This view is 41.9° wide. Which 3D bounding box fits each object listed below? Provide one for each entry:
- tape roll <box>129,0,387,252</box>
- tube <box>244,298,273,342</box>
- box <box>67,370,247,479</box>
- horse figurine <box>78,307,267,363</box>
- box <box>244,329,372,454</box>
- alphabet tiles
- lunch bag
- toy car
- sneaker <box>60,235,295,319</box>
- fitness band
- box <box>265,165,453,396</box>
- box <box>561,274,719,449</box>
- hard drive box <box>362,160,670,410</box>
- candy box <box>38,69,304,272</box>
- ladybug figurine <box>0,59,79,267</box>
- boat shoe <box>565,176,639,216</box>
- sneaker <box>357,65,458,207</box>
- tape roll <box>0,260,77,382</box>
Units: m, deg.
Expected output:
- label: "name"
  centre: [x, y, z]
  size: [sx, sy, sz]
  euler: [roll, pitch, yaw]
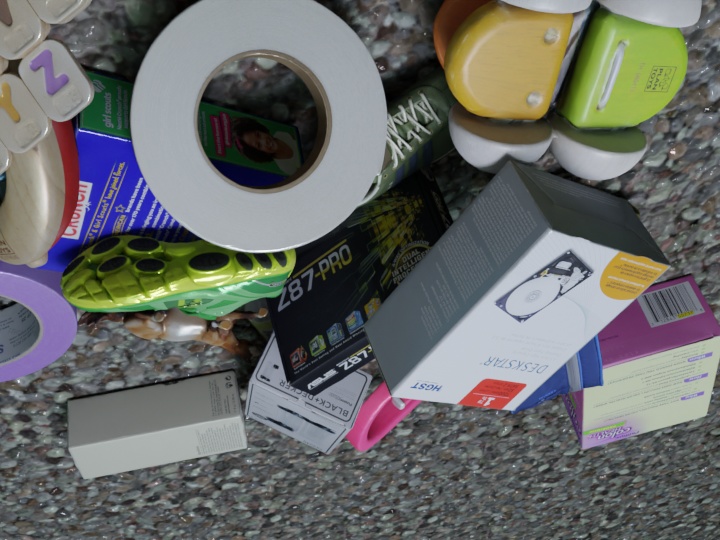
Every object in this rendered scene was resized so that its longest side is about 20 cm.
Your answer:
- label: "tape roll"
  centre: [-0.077, -0.114, 0.728]
  size: [0.201, 0.037, 0.205]
  euler: [-2, 98, -14]
- label: "tube"
  centre: [-0.070, 0.087, 1.061]
  size: [0.052, 0.058, 0.201]
  euler: [-26, 140, 2]
- label: "box"
  centre: [-0.237, 0.182, 1.105]
  size: [0.198, 0.069, 0.083]
  euler: [-8, 142, -8]
- label: "horse figurine"
  centre: [-0.184, 0.051, 0.953]
  size: [0.198, 0.050, 0.132]
  euler: [10, 165, -20]
- label: "box"
  centre: [-0.062, 0.137, 1.021]
  size: [0.116, 0.061, 0.200]
  euler: [25, 160, 1]
- label: "alphabet tiles"
  centre: [-0.272, -0.164, 0.617]
  size: [0.199, 0.015, 0.196]
  euler: [-31, 97, 19]
- label: "lunch bag"
  centre: [0.198, 0.049, 1.032]
  size: [0.131, 0.137, 0.201]
  euler: [-18, 140, 4]
- label: "toy car"
  centre: [0.152, -0.176, 0.736]
  size: [0.198, 0.150, 0.176]
  euler: [2, 125, -14]
- label: "sneaker"
  centre: [-0.153, 0.014, 0.803]
  size: [0.198, 0.074, 0.084]
  euler: [-6, 139, -12]
- label: "fitness band"
  centre: [0.063, 0.132, 1.088]
  size: [0.200, 0.037, 0.144]
  euler: [-39, 165, -22]
- label: "box"
  centre: [0.000, 0.000, 0.887]
  size: [0.199, 0.162, 0.049]
  euler: [-33, 143, 22]
- label: "box"
  centre: [0.352, 0.121, 1.203]
  size: [0.174, 0.097, 0.201]
  euler: [-16, 141, 1]
- label: "hard drive box"
  centre: [0.124, 0.021, 0.770]
  size: [0.155, 0.077, 0.200]
  euler: [11, 132, -38]
- label: "candy box"
  centre: [-0.171, -0.066, 0.820]
  size: [0.198, 0.078, 0.169]
  euler: [10, 136, -29]
- label: "ladybug figurine"
  centre: [-0.263, -0.101, 0.695]
  size: [0.135, 0.072, 0.202]
  euler: [-1, 108, 36]
- label: "boat shoe"
  centre: [0.208, -0.067, 0.958]
  size: [0.199, 0.072, 0.068]
  euler: [11, 131, -42]
- label: "sneaker"
  centre: [0.027, -0.106, 0.811]
  size: [0.200, 0.090, 0.067]
  euler: [-35, 93, 23]
- label: "tape roll"
  centre: [-0.366, 0.031, 0.868]
  size: [0.198, 0.066, 0.201]
  euler: [-10, 147, -7]
